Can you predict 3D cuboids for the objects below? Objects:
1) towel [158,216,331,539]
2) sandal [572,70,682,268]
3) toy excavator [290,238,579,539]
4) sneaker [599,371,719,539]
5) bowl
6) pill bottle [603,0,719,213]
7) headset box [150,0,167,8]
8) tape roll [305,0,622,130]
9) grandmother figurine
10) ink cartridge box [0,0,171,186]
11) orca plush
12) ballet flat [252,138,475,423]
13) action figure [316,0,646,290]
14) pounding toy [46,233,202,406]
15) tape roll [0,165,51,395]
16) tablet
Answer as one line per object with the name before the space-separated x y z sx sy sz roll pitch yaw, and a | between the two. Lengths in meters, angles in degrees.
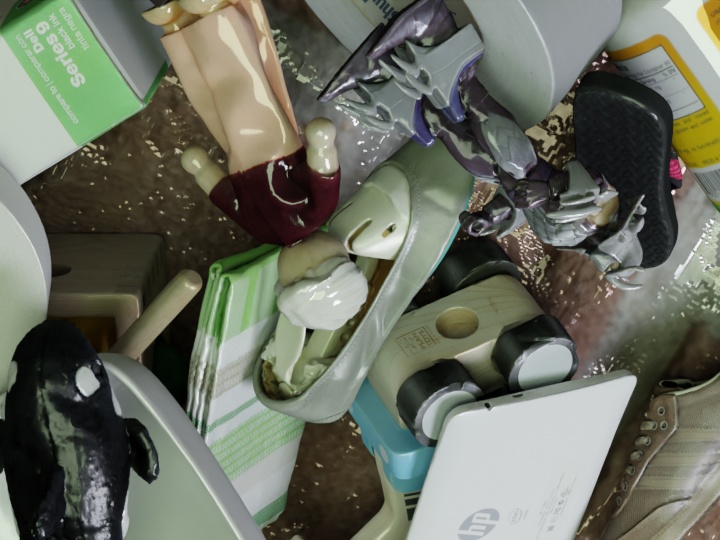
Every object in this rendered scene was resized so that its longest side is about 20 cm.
towel | -0.069 0.073 1.745 0.031 0.149 0.201 19 111 20
sandal | 0.151 -0.061 1.674 0.075 0.045 0.200 20 153 11
toy excavator | 0.037 0.109 1.764 0.194 0.100 0.200 -24 135 -14
sneaker | 0.194 0.106 1.779 0.076 0.070 0.200 44 106 9
bowl | -0.150 0.153 1.673 0.199 0.075 0.200 -32 95 23
pill bottle | 0.198 -0.131 1.653 0.111 0.111 0.200 -33 104 16
headset box | -0.147 -0.255 1.621 0.200 0.149 0.077 43 108 -12
tape roll | 0.043 -0.169 1.611 0.200 0.200 0.066 44 68 -11
grandmother figurine | -0.049 -0.060 1.615 0.060 0.121 0.201 -27 100 -29
ink cartridge box | -0.211 -0.097 1.687 0.200 0.146 0.084 -30 105 16
orca plush | -0.174 0.131 1.597 0.105 0.071 0.201 20 111 13
ballet flat | 0.000 0.000 1.672 0.064 0.067 0.200 11 115 -41
action figure | 0.078 -0.057 1.589 0.200 0.130 0.069 42 67 -8
pounding toy | -0.178 0.062 1.747 0.199 0.142 0.185 0 111 6
tape roll | -0.272 0.005 1.637 0.202 0.037 0.203 0 124 0
tablet | 0.085 0.142 1.754 0.130 0.014 0.200 -11 136 -28
